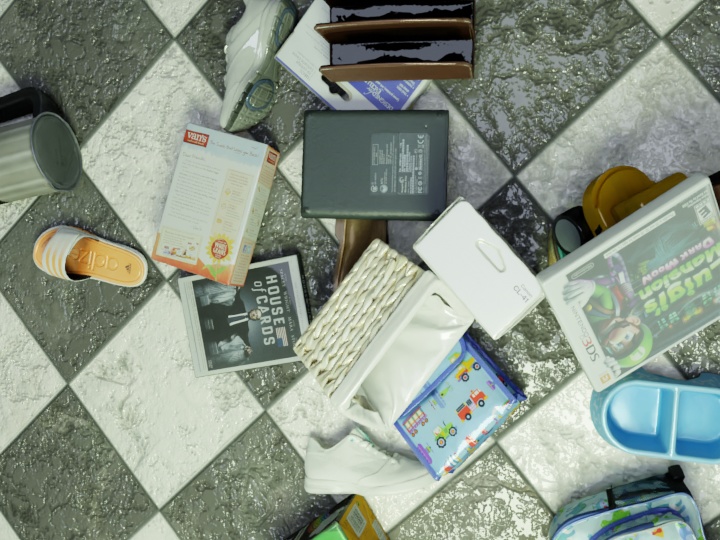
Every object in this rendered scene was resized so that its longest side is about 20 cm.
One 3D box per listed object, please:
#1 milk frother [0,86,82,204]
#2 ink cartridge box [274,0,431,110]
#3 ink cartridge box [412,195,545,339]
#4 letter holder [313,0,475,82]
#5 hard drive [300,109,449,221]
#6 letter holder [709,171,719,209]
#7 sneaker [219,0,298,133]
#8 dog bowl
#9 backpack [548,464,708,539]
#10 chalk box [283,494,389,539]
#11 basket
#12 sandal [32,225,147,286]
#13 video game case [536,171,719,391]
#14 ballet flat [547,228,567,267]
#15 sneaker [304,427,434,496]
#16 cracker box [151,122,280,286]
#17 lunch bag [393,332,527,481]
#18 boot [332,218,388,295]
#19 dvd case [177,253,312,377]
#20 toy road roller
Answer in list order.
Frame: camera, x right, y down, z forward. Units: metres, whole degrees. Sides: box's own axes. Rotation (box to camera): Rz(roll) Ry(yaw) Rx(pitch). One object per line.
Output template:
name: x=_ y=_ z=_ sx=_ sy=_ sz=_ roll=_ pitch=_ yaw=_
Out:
milk frother: x=-0.552 y=-0.193 z=1.041 sx=0.183 sy=0.200 sz=0.186 roll=-11 pitch=87 yaw=14
ink cartridge box: x=0.014 y=-0.310 z=0.969 sx=0.197 sy=0.047 sz=0.201 roll=41 pitch=103 yaw=6
ink cartridge box: x=0.150 y=-0.007 z=0.871 sx=0.086 sy=0.200 sz=0.148 roll=-44 pitch=83 yaw=12
letter holder: x=0.041 y=-0.298 z=0.870 sx=0.194 sy=0.142 sz=0.104 roll=2 pitch=95 yaw=12
hard drive: x=0.018 y=-0.140 z=0.937 sx=0.194 sy=0.033 sz=0.144 roll=2 pitch=89 yaw=8
letter holder: x=0.452 y=-0.048 z=0.776 sx=0.098 sy=0.200 sz=0.145 roll=-24 pitch=89 yaw=-4
sneaker: x=-0.158 y=-0.295 z=1.008 sx=0.085 sy=0.074 sz=0.205 roll=24 pitch=92 yaw=23
dog bowl: x=0.395 y=0.187 z=0.898 sx=0.194 sy=0.049 sz=0.115 roll=5 pitch=95 yaw=14
backpack: x=0.334 y=0.368 z=0.876 sx=0.195 sy=0.147 sz=0.188 roll=-19 pitch=87 yaw=17
chalk box: x=-0.058 y=0.431 z=0.991 sx=0.198 sy=0.125 sz=0.125 roll=-38 pitch=84 yaw=14
basket: x=0.028 y=0.080 z=0.906 sx=0.201 sy=0.135 sz=0.123 roll=-51 pitch=52 yaw=1
sandal: x=-0.427 y=-0.021 z=1.089 sx=0.201 sy=0.059 sz=0.082 roll=10 pitch=96 yaw=13
video game case: x=0.310 y=0.021 z=0.769 sx=0.197 sy=0.024 sz=0.183 roll=-33 pitch=121 yaw=6
ballet flat: x=0.285 y=0.043 z=0.915 sx=0.070 sy=0.071 sz=0.203 roll=-33 pitch=83 yaw=14
sneaker: x=0.010 y=0.266 z=0.994 sx=0.194 sy=0.075 sz=0.091 roll=-4 pitch=81 yaw=16
cracker box: x=-0.208 y=-0.094 z=1.019 sx=0.131 sy=0.058 sz=0.206 roll=17 pitch=91 yaw=15
lunch bag: x=0.101 y=0.151 z=0.963 sx=0.151 sy=0.094 sz=0.201 roll=-46 pitch=69 yaw=11
boot: x=0.000 y=0.000 z=0.981 sx=0.073 sy=0.074 sz=0.207 roll=3 pitch=92 yaw=4
dvd case: x=-0.168 y=0.069 z=1.047 sx=0.194 sy=0.025 sz=0.155 roll=-11 pitch=91 yaw=15
toy road roller: x=0.332 y=-0.025 z=0.828 sx=0.121 sy=0.146 sz=0.204 roll=-25 pitch=84 yaw=-20
